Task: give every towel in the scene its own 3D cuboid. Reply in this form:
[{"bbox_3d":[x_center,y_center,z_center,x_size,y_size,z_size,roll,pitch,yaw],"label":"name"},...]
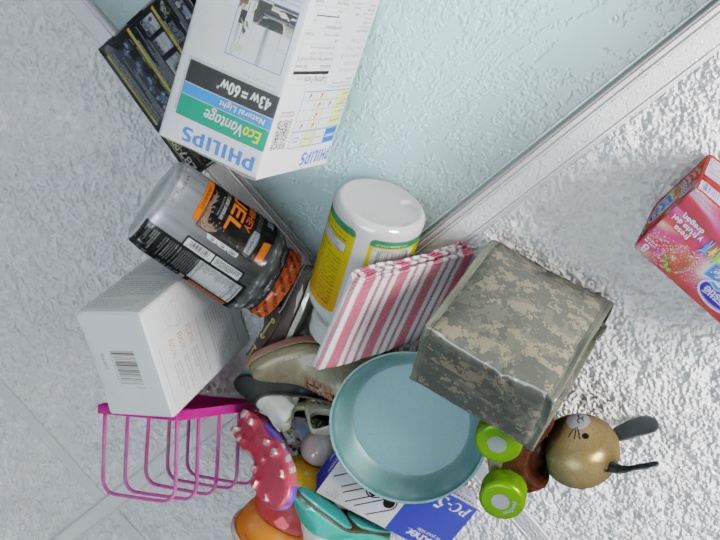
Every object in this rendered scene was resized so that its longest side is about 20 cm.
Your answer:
[{"bbox_3d":[0.037,0.040,1.230,0.030,0.199,0.147,47,132,30],"label":"towel"}]

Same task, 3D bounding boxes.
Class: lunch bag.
[{"bbox_3d":[0.174,0.069,1.171,0.163,0.200,0.118,29,141,16],"label":"lunch bag"}]

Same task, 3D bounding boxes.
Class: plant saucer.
[{"bbox_3d":[0.061,0.191,1.307,0.198,0.036,0.202,2,105,8],"label":"plant saucer"}]

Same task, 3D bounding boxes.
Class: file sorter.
[{"bbox_3d":[-0.246,0.244,1.457,0.138,0.200,0.127,1,88,29],"label":"file sorter"}]

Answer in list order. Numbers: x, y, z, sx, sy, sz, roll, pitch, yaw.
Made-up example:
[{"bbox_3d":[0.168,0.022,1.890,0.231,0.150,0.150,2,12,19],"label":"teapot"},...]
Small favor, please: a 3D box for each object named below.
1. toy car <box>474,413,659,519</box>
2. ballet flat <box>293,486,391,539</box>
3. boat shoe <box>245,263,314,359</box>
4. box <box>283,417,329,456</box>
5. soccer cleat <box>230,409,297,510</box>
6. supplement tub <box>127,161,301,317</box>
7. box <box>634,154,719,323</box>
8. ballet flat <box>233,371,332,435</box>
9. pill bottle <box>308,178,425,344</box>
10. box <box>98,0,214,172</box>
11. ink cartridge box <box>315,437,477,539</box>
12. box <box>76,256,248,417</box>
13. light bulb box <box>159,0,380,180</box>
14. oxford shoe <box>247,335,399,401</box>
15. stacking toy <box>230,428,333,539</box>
[{"bbox_3d":[0.246,0.193,1.227,0.198,0.164,0.159,1,117,16],"label":"toy car"},{"bbox_3d":[-0.035,0.347,1.400,0.071,0.200,0.067,-53,45,5],"label":"ballet flat"},{"bbox_3d":[-0.102,0.063,1.389,0.059,0.072,0.201,30,132,7],"label":"boat shoe"},{"bbox_3d":[-0.033,0.259,1.479,0.200,0.035,0.110,38,127,5],"label":"box"},{"bbox_3d":[-0.112,0.250,1.382,0.076,0.200,0.067,30,98,-31],"label":"soccer cleat"},{"bbox_3d":[-0.180,-0.034,1.323,0.199,0.123,0.122,35,129,-18],"label":"supplement tub"},{"bbox_3d":[0.391,-0.008,1.070,0.200,0.100,0.096,41,127,2],"label":"box"},{"bbox_3d":[-0.075,0.180,1.398,0.198,0.069,0.068,7,141,2],"label":"ballet flat"},{"bbox_3d":[0.000,0.000,1.273,0.112,0.113,0.201,26,125,13],"label":"pill bottle"},{"bbox_3d":[-0.209,-0.236,1.296,0.161,0.049,0.201,-30,100,34],"label":"box"},{"bbox_3d":[0.048,0.294,1.396,0.199,0.044,0.094,30,110,-15],"label":"ink cartridge box"},{"bbox_3d":[-0.256,0.076,1.394,0.106,0.200,0.153,-1,114,27],"label":"box"},{"bbox_3d":[-0.092,-0.220,1.123,0.124,0.198,0.201,25,108,15],"label":"light bulb box"},{"bbox_3d":[-0.049,0.131,1.347,0.198,0.075,0.071,-4,144,5],"label":"oxford shoe"},{"bbox_3d":[-0.081,0.307,1.448,0.145,0.146,0.201,29,109,11],"label":"stacking toy"}]
